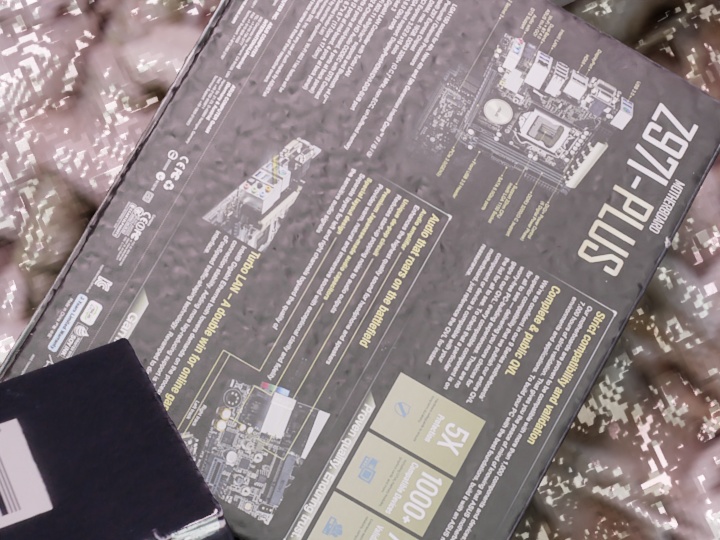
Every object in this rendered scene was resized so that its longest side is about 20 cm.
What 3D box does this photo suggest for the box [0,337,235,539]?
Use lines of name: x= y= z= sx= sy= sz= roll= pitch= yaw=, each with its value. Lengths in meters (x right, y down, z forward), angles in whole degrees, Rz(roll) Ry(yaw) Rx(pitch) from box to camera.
box: x=-0.098 y=0.146 z=0.715 sx=0.148 sy=0.107 sz=0.200 roll=-20 pitch=122 yaw=-10

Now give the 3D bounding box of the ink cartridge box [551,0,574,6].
ink cartridge box: x=0.116 y=-0.164 z=0.826 sx=0.200 sy=0.116 sz=0.068 roll=-24 pitch=70 yaw=9

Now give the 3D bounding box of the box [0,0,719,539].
box: x=0.000 y=0.000 z=0.815 sx=0.164 sy=0.086 sz=0.200 roll=29 pitch=78 yaw=-1
